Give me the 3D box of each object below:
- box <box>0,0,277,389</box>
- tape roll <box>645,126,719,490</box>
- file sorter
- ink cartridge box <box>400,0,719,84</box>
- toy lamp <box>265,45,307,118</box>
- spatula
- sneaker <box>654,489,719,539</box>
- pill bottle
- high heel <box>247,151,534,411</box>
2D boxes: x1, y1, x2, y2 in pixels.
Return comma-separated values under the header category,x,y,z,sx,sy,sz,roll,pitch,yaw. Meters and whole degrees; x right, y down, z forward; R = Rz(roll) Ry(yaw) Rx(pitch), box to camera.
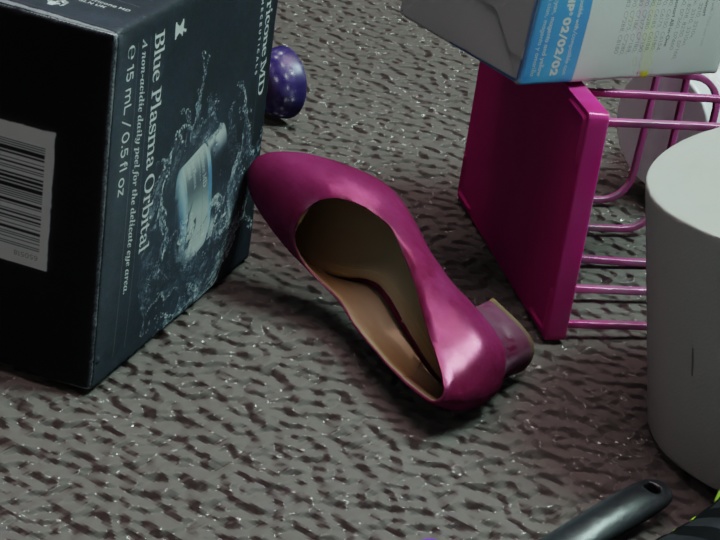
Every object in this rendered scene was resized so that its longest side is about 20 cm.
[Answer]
category,x,y,z,sx,sy,sz,roll,pitch,yaw
box,-0.140,-0.074,1.028,0.117,0.198,0.200,16,27,16
tape roll,0.246,0.016,0.978,0.202,0.140,0.203,-4,23,2
file sorter,0.152,-0.065,1.156,0.125,0.140,0.200,2,26,-14
ink cartridge box,0.139,-0.163,1.115,0.199,0.068,0.115,-7,31,-36
toy lamp,-0.132,-0.116,1.283,0.199,0.058,0.058,-10,30,-37
spatula,0.076,0.129,0.869,0.199,0.021,0.056,-16,40,-42
sneaker,0.145,0.129,0.831,0.082,0.072,0.200,13,26,15
pill bottle,0.275,-0.111,1.315,0.199,0.113,0.112,-14,33,-36
high heel,0.000,0.000,1.027,0.200,0.068,0.096,34,24,20
